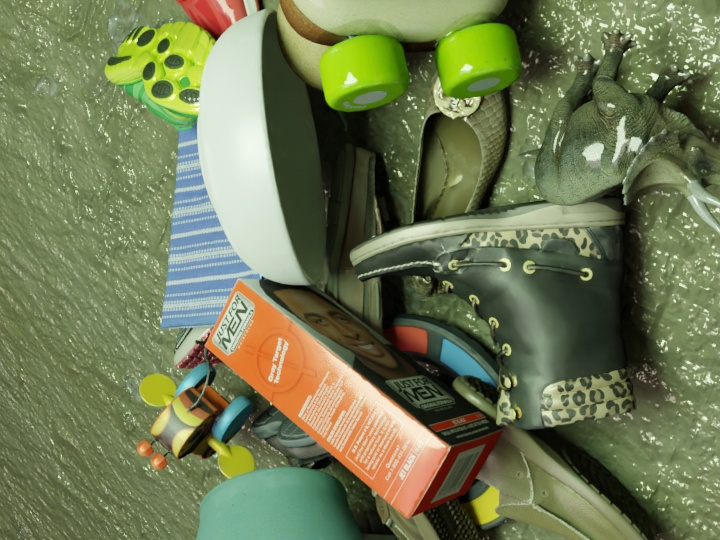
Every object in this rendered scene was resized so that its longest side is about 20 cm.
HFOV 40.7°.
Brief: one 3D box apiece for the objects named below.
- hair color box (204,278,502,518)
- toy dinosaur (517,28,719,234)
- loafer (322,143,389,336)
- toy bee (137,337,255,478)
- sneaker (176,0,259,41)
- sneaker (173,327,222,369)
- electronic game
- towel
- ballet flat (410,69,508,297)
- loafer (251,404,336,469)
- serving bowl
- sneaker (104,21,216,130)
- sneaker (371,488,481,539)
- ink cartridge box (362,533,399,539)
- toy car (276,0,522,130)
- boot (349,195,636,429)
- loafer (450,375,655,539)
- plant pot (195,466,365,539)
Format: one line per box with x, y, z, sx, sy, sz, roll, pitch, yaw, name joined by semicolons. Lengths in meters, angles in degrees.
-0.006;0.084;0.696;0.199;0.101;0.062;35;104;25;hair color box
0.144;-0.080;0.602;0.076;0.104;0.199;28;164;-31;toy dinosaur
0.000;0.000;0.800;0.072;0.062;0.203;-136;53;-78;loafer
-0.162;0.136;0.899;0.130;0.109;0.201;31;156;32;toy bee
-0.174;-0.255;0.794;0.201;0.115;0.078;54;134;6;sneaker
-0.126;0.019;0.920;0.075;0.080;0.201;54;127;28;sneaker
0.061;0.132;0.832;0.198;0.041;0.203;19;122;33;electronic game
-0.126;-0.052;0.852;0.144;0.024;0.203;-6;76;43;towel
0.064;-0.066;0.729;0.067;0.046;0.202;28;127;27;ballet flat
-0.043;0.152;0.891;0.063;0.072;0.200;54;160;-8;loafer
-0.077;-0.085;0.718;0.065;0.200;0.203;-9;108;8;serving bowl
-0.151;-0.164;0.832;0.083;0.075;0.199;35;177;-35;sneaker
0.035;0.179;0.801;0.075;0.070;0.202;-5;113;39;sneaker
0.014;0.339;0.942;0.198;0.084;0.147;-11;102;43;ink cartridge box
0.004;-0.177;0.684;0.200;0.156;0.167;145;114;-70;toy car
0.095;0.033;0.682;0.197;0.073;0.153;-9;91;15;boot
0.136;0.162;0.734;0.199;0.076;0.068;40;104;7;loafer
-0.065;0.280;0.816;0.201;0.198;0.190;-54;35;42;plant pot
